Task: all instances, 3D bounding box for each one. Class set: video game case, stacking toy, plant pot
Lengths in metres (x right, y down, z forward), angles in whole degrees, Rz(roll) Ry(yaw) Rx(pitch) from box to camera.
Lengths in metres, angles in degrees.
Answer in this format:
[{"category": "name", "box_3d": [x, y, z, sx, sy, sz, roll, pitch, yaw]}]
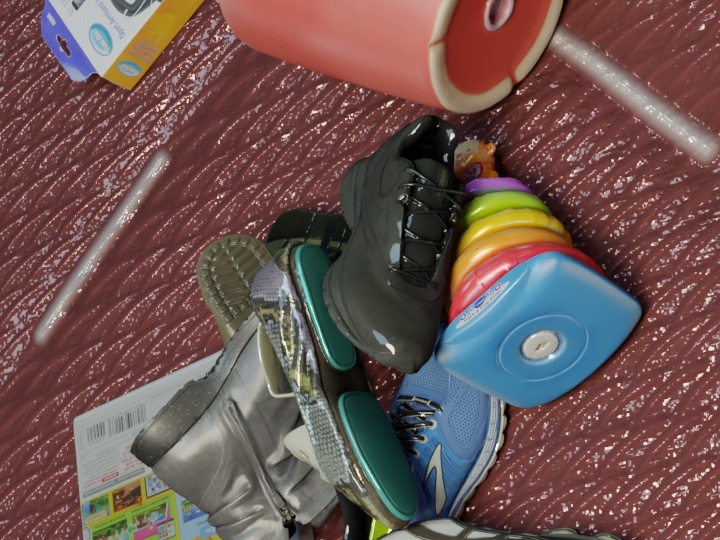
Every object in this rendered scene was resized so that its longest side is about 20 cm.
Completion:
[{"category": "video game case", "box_3d": [-0.123, 0.159, 1.828, 0.200, 0.023, 0.183, -24, 60, 30]}, {"category": "stacking toy", "box_3d": [0.094, -0.020, 1.676, 0.116, 0.110, 0.200, -42, 41, 23]}, {"category": "plant pot", "box_3d": [0.031, -0.207, 1.735, 0.177, 0.200, 0.201, 30, 94, 33]}]

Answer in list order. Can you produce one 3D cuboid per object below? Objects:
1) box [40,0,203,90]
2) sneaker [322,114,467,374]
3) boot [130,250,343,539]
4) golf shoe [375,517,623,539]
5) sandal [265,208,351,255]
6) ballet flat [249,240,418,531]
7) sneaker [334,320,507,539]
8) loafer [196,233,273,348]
[{"category": "box", "box_3d": [-0.172, -0.239, 2.004, 0.200, 0.041, 0.119, -50, 50, 17]}, {"category": "sneaker", "box_3d": [0.028, -0.023, 1.626, 0.091, 0.076, 0.200, -48, 31, 39]}, {"category": "boot", "box_3d": [-0.045, 0.095, 1.697, 0.132, 0.070, 0.200, 43, 90, 2]}, {"category": "golf shoe", "box_3d": [0.070, 0.194, 1.569, 0.199, 0.094, 0.078, -8, 91, 20]}, {"category": "sandal", "box_3d": [0.000, -0.001, 1.768, 0.201, 0.057, 0.080, 23, 90, 58]}, {"category": "ballet flat", "box_3d": [-0.023, 0.082, 1.625, 0.072, 0.072, 0.201, -29, 72, 28]}, {"category": "sneaker", "box_3d": [0.034, 0.129, 1.663, 0.078, 0.089, 0.201, 7, 79, 39]}, {"category": "loafer", "box_3d": [-0.051, 0.069, 1.762, 0.076, 0.067, 0.200, -22, 80, -2]}]
